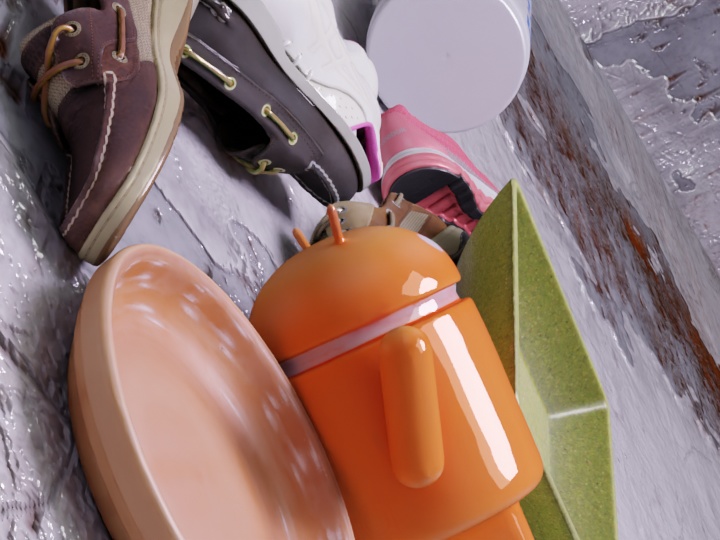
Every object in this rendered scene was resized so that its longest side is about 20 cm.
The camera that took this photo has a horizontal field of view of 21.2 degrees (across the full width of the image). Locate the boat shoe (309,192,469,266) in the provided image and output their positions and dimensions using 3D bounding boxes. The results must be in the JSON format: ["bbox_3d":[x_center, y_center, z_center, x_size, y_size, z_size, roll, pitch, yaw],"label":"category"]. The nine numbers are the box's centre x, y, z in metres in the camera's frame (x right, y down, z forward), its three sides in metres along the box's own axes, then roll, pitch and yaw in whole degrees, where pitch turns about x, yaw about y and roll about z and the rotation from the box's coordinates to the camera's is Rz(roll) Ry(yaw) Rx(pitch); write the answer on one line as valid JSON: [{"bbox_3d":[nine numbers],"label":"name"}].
[{"bbox_3d":[0.000,0.000,1.114,0.074,0.076,0.200,42,20,7],"label":"boat shoe"}]

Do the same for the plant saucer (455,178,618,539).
[{"bbox_3d":[0.099,0.084,1.116,0.200,0.048,0.200,-86,156,-50],"label":"plant saucer"}]

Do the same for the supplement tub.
[{"bbox_3d":[0.075,-0.201,1.576,0.132,0.132,0.200,58,15,-16],"label":"supplement tub"}]

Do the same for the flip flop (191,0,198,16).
[{"bbox_3d":[-0.095,-0.209,0.972,0.058,0.081,0.201,177,-72,-77],"label":"flip flop"}]

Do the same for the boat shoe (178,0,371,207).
[{"bbox_3d":[-0.060,-0.092,1.082,0.072,0.061,0.201,24,-19,41],"label":"boat shoe"}]

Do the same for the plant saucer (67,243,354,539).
[{"bbox_3d":[-0.063,0.085,0.806,0.200,0.037,0.200,55,18,-27],"label":"plant saucer"}]

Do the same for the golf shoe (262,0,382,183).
[{"bbox_3d":[-0.036,-0.118,1.181,0.200,0.075,0.092,38,32,-55],"label":"golf shoe"}]

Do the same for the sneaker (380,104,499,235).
[{"bbox_3d":[0.071,-0.062,1.433,0.200,0.074,0.087,40,25,-54],"label":"sneaker"}]

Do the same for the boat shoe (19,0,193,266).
[{"bbox_3d":[-0.123,-0.085,0.872,0.072,0.072,0.201,23,42,-18],"label":"boat shoe"}]

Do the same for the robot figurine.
[{"bbox_3d":[0.017,0.065,0.940,0.144,0.116,0.201,-22,88,-62],"label":"robot figurine"}]
